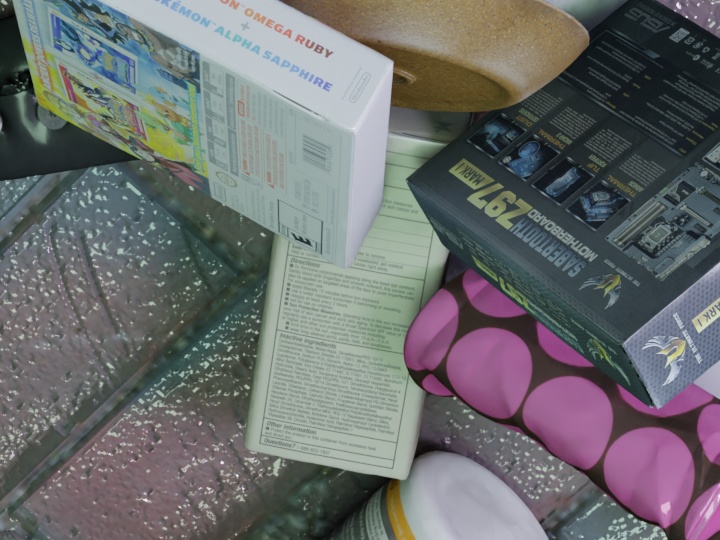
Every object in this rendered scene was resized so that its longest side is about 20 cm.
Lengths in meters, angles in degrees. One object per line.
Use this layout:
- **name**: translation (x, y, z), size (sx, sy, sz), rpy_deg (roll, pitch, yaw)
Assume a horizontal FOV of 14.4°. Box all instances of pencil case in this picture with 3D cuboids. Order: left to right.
- **pencil case**: translation (0.120, 0.072, 1.419), size (0.200, 0.091, 0.094), rpy_deg (35, 156, 32)

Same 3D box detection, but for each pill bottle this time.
- **pill bottle**: translation (0.006, 0.200, 1.570), size (0.116, 0.116, 0.200), rpy_deg (42, 115, -12)

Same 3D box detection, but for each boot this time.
- **boot**: translation (-0.166, -0.056, 1.495), size (0.199, 0.066, 0.165), rpy_deg (-14, 107, 11)

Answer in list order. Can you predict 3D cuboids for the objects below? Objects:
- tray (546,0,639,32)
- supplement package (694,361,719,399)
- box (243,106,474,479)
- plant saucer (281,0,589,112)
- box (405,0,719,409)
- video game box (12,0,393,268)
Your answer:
- **tray**: translation (0.044, -0.160, 1.441), size (0.199, 0.022, 0.108), rpy_deg (9, 118, 4)
- **supplement package**: translation (0.243, 0.015, 1.448), size (0.155, 0.111, 0.200), rpy_deg (-14, 113, 14)
- **box**: translation (0.000, 0.000, 1.493), size (0.095, 0.078, 0.201), rpy_deg (12, 117, 3)
- **plant saucer**: translation (0.008, -0.110, 1.355), size (0.200, 0.200, 0.036), rpy_deg (10, 82, 3)
- **box**: translation (0.136, -0.038, 1.348), size (0.158, 0.200, 0.051), rpy_deg (-39, 127, -10)
- **video game box**: translation (-0.074, -0.087, 1.335), size (0.182, 0.200, 0.047), rpy_deg (26, 74, 6)
